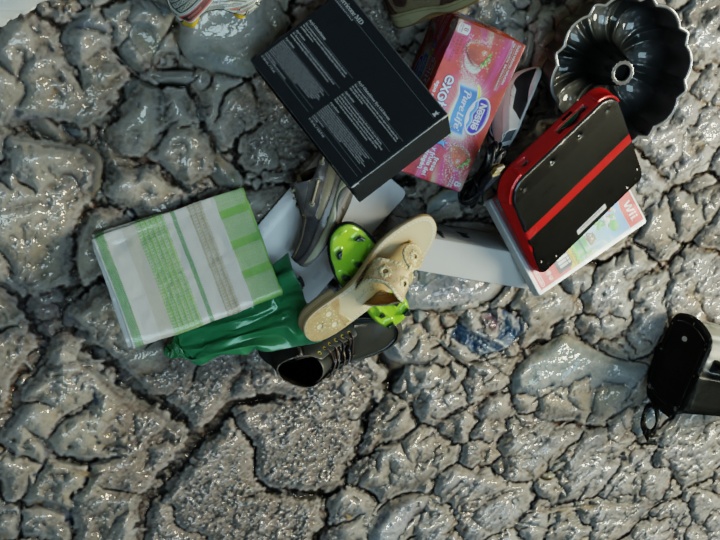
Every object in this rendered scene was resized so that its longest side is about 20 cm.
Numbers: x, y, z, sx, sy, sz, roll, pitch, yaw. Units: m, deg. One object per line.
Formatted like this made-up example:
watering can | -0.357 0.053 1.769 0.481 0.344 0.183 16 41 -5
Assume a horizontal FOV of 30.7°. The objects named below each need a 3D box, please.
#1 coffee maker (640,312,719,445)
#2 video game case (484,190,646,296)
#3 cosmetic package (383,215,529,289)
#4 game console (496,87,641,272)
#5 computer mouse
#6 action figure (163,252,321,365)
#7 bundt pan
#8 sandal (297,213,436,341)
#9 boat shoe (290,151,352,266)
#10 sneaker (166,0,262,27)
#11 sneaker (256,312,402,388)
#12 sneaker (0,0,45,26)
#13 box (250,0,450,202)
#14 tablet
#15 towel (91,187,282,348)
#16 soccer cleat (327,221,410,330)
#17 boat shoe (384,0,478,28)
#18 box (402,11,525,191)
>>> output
coffee maker | 0.533 0.166 1.928 0.200 0.135 0.192 12 131 -22
video game case | 0.271 -0.077 1.722 0.200 0.017 0.143 -33 99 -23
cosmetic package | 0.136 -0.024 1.717 0.200 0.083 0.051 9 109 -23
game console | 0.264 -0.114 1.643 0.200 0.031 0.177 -43 138 -11
computer mouse | 0.174 -0.180 1.637 0.044 0.110 0.200 24 60 0
action figure | -0.159 0.068 1.654 0.200 0.055 0.118 -21 82 8
bundt pan | 0.319 -0.262 1.682 0.202 0.076 0.202 -8 114 -17
sandal | 0.025 0.025 1.588 0.212 0.070 0.078 -39 135 -2
boat shoe | -0.046 -0.100 1.621 0.073 0.075 0.200 27 111 2
sneaker | -0.129 -0.338 1.500 0.200 0.078 0.082 -18 121 -1
sneaker | -0.029 0.107 1.700 0.200 0.106 0.075 -9 115 -16
sneaker | -0.401 -0.300 1.425 0.200 0.075 0.087 -8 126 -9
box | -0.010 -0.204 1.529 0.141 0.079 0.200 -37 77 1
tablet | -0.049 -0.062 1.675 0.130 0.014 0.200 39 95 -28
towel | -0.212 -0.003 1.600 0.200 0.031 0.149 -19 86 -13
soccer cleat | 0.000 0.000 1.660 0.068 0.081 0.200 -37 136 -4
boat shoe | 0.099 -0.343 1.521 0.072 0.200 0.072 -47 114 -36
box | 0.109 -0.212 1.613 0.095 0.100 0.200 18 105 -19
